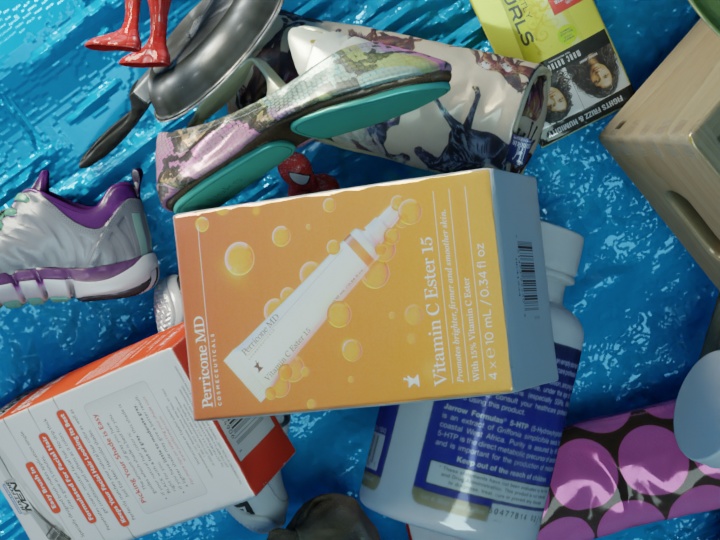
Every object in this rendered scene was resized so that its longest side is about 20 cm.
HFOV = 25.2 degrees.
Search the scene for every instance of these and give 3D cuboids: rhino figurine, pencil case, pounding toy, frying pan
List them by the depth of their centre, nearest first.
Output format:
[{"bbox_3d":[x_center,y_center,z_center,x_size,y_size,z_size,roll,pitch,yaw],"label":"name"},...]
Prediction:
[{"bbox_3d":[0.015,-0.103,0.999,0.198,0.078,0.090,14,80,10],"label":"pencil case"},{"bbox_3d":[-0.113,-0.133,1.010,0.031,0.115,0.189,42,148,-24],"label":"frying pan"},{"bbox_3d":[0.263,-0.059,1.034,0.184,0.142,0.200,-47,111,-13],"label":"pounding toy"},{"bbox_3d":[0.001,0.244,1.135,0.087,0.060,0.201,-38,109,-15],"label":"rhino figurine"},{"bbox_3d":[0.195,0.134,1.139,0.198,0.091,0.095,-13,87,-1],"label":"pencil case"}]

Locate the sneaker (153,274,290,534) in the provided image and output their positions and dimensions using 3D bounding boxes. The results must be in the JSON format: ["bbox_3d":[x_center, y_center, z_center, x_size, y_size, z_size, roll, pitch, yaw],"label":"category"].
[{"bbox_3d":[-0.059,0.083,1.099,0.114,0.075,0.201,-17,110,6],"label":"sneaker"}]

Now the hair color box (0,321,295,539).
[{"bbox_3d":[-0.153,0.113,1.059,0.199,0.064,0.112,-23,102,32],"label":"hair color box"}]

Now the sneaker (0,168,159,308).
[{"bbox_3d":[-0.235,-0.019,1.058,0.198,0.074,0.088,-6,94,-8],"label":"sneaker"}]

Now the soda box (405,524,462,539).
[{"bbox_3d":[0.067,0.179,1.156,0.069,0.064,0.202,-14,113,1],"label":"soda box"}]

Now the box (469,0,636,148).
[{"bbox_3d":[0.102,-0.183,1.013,0.075,0.050,0.201,-25,112,7],"label":"box"}]

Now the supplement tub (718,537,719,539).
[{"bbox_3d":[0.316,0.259,1.177,0.121,0.123,0.202,-1,113,-4],"label":"supplement tub"}]

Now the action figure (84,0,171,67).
[{"bbox_3d":[-0.155,-0.226,0.954,0.098,0.065,0.202,4,84,18],"label":"action figure"}]

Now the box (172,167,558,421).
[{"bbox_3d":[0.004,0.016,0.944,0.198,0.097,0.126,-8,87,22],"label":"box"}]

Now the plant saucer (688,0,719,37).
[{"bbox_3d":[0.253,-0.209,0.931,0.198,0.031,0.202,1,87,-17],"label":"plant saucer"}]

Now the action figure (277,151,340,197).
[{"bbox_3d":[0.000,0.000,1.061,0.066,0.051,0.201,-53,124,-29],"label":"action figure"}]

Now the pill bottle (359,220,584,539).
[{"bbox_3d":[0.078,0.066,1.031,0.119,0.120,0.202,15,88,-10],"label":"pill bottle"}]

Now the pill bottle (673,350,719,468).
[{"bbox_3d":[0.307,0.114,1.055,0.199,0.104,0.105,19,111,-23],"label":"pill bottle"}]

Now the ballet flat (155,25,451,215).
[{"bbox_3d":[-0.043,-0.099,0.944,0.199,0.069,0.072,-25,76,23],"label":"ballet flat"}]
